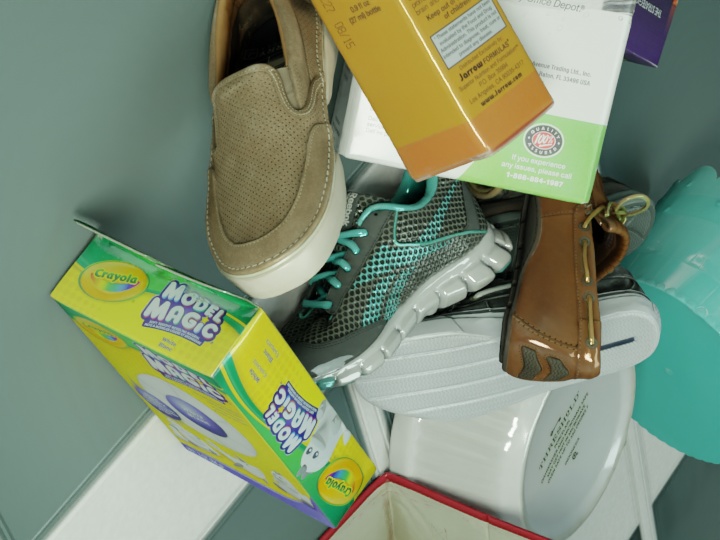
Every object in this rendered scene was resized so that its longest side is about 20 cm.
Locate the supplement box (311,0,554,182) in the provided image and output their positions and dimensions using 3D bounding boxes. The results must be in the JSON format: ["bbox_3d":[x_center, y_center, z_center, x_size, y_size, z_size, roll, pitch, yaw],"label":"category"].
[{"bbox_3d":[0.016,-0.150,0.984,0.069,0.066,0.200,-40,105,-36],"label":"supplement box"}]

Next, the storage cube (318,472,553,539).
[{"bbox_3d":[0.045,0.273,1.244,0.200,0.171,0.180,-43,139,-38],"label":"storage cube"}]

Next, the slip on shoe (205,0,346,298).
[{"bbox_3d":[-0.048,-0.074,0.954,0.061,0.076,0.200,50,32,-39],"label":"slip on shoe"}]

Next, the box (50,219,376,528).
[{"bbox_3d":[-0.076,0.053,0.989,0.048,0.117,0.200,-54,144,-19],"label":"box"}]

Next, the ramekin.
[{"bbox_3d":[0.113,0.103,1.334,0.202,0.094,0.203,-34,133,-45],"label":"ramekin"}]

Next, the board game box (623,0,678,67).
[{"bbox_3d":[0.161,-0.237,1.267,0.200,0.057,0.166,12,95,-58],"label":"board game box"}]

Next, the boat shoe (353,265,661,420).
[{"bbox_3d":[0.090,0.043,1.233,0.200,0.071,0.072,-9,125,-6],"label":"boat shoe"}]

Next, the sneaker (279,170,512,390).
[{"bbox_3d":[0.000,0.000,1.143,0.200,0.078,0.091,-38,110,-34],"label":"sneaker"}]

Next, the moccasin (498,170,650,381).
[{"bbox_3d":[0.136,-0.019,1.186,0.074,0.078,0.202,92,9,-46],"label":"moccasin"}]

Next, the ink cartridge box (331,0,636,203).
[{"bbox_3d":[0.074,-0.152,1.075,0.084,0.145,0.200,-113,-146,-77],"label":"ink cartridge box"}]

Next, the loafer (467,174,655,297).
[{"bbox_3d":[0.107,-0.028,1.293,0.200,0.063,0.072,-11,131,-35],"label":"loafer"}]

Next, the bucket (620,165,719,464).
[{"bbox_3d":[0.272,0.039,1.454,0.135,0.207,0.207,-40,138,-26],"label":"bucket"}]

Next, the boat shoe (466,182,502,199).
[{"bbox_3d":[0.079,-0.125,1.179,0.066,0.074,0.200,-56,146,-33],"label":"boat shoe"}]
